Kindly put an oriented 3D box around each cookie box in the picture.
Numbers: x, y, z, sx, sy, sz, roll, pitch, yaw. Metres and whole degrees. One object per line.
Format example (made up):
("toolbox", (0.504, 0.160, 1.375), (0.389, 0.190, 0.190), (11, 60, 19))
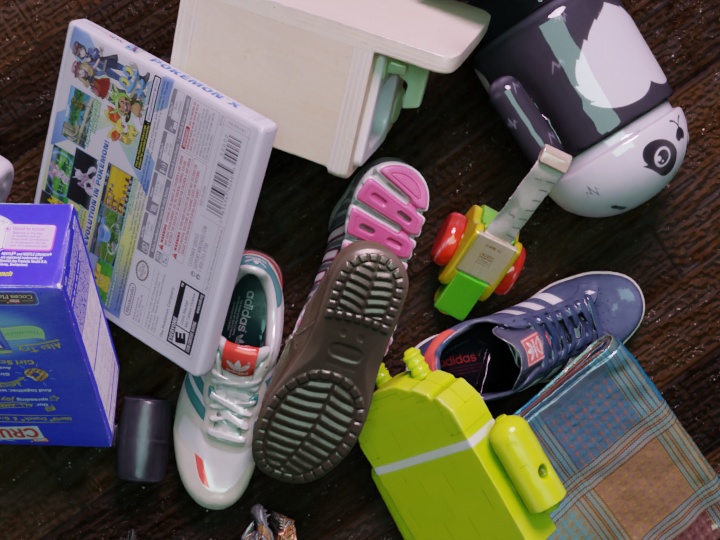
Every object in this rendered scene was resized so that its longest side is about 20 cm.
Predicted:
("cookie box", (-0.268, 0.042, 1.053), (0.169, 0.201, 0.076), (1, 53, 2))

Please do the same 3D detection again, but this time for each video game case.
("video game case", (-0.157, -0.052, 1.080), (0.181, 0.022, 0.202), (30, 119, 23))

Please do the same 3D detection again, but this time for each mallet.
("mallet", (-0.242, 0.133, 1.147), (0.197, 0.041, 0.067), (-3, 86, 0))

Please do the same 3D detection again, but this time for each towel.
("towel", (0.194, 0.165, 1.155), (0.146, 0.022, 0.201), (-40, 109, -3))

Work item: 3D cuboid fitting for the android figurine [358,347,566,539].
("android figurine", (0.069, 0.152, 1.104), (0.041, 0.181, 0.202), (-31, 91, -38))

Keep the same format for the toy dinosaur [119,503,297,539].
("toy dinosaur", (-0.123, 0.267, 1.127), (0.135, 0.102, 0.202), (30, 68, -24))

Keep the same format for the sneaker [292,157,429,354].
("sneaker", (0.000, 0.000, 1.148), (0.073, 0.088, 0.202), (17, 111, -6))

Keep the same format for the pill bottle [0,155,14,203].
("pill bottle", (-0.366, -0.080, 1.100), (0.198, 0.111, 0.112), (30, 88, -4))

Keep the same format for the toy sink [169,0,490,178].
("toy sink", (-0.022, -0.148, 1.083), (0.198, 0.131, 0.113), (19, 118, 9))

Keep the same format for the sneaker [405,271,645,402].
("sneaker", (0.133, 0.056, 1.145), (0.198, 0.084, 0.076), (-23, 90, -8))

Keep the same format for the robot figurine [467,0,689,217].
("robot figurine", (0.164, -0.139, 1.130), (0.149, 0.125, 0.202), (-30, 91, -4))

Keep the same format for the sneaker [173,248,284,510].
("sneaker", (-0.100, 0.082, 1.126), (0.069, 0.093, 0.203), (12, 89, -4))

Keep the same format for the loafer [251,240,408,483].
("loafer", (-0.018, 0.065, 1.090), (0.075, 0.068, 0.201), (26, 111, -7))

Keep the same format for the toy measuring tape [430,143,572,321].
("toy measuring tape", (0.104, -0.037, 1.117), (0.073, 0.201, 0.074), (15, 47, -16))
